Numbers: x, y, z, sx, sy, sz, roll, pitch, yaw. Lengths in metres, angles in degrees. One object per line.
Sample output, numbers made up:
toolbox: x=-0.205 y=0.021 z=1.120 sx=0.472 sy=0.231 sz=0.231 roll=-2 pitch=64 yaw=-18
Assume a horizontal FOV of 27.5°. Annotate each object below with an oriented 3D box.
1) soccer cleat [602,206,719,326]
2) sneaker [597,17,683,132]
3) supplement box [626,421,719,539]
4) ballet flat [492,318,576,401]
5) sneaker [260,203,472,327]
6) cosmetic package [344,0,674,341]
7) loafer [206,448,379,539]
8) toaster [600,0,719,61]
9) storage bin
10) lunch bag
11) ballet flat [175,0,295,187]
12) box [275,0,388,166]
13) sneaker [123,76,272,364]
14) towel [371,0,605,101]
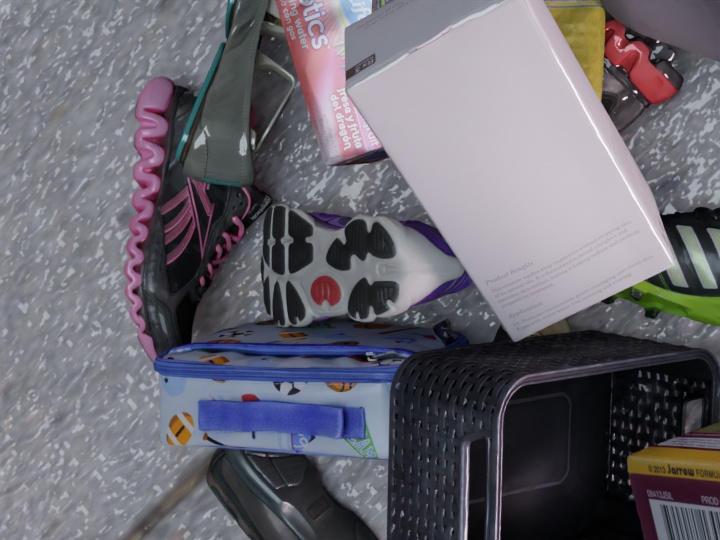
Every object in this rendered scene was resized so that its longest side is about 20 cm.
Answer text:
soccer cleat: x=0.207 y=-0.009 z=0.928 sx=0.198 sy=0.068 sz=0.082 roll=19 pitch=77 yaw=19
sneaker: x=0.105 y=-0.157 z=0.933 sx=0.200 sy=0.071 sz=0.098 roll=44 pitch=103 yaw=7
supplement box: x=0.273 y=0.127 z=0.833 sx=0.198 sy=0.131 sz=0.104 roll=-16 pitch=91 yaw=-22
ballet flat: x=0.104 y=0.116 z=0.969 sx=0.066 sy=0.057 sz=0.203 roll=12 pitch=99 yaw=14
sneaker: x=0.000 y=0.000 z=0.953 sx=0.199 sy=0.083 sz=0.082 roll=9 pitch=99 yaw=55
cosmetic package: x=0.085 y=-0.071 z=0.836 sx=0.112 sy=0.081 sz=0.201 roll=-25 pitch=119 yaw=16
loafer: x=-0.034 y=0.196 z=1.023 sx=0.201 sy=0.072 sz=0.063 roll=53 pitch=127 yaw=13
toaster: x=0.234 y=-0.214 z=0.805 sx=0.199 sy=0.119 sz=0.182 roll=27 pitch=81 yaw=38
storage bin: x=0.118 y=0.115 z=0.882 sx=0.093 sy=0.198 sz=0.137 roll=8 pitch=99 yaw=49
lunch bag: x=-0.026 y=0.075 z=0.948 sx=0.198 sy=0.160 sz=0.077 roll=-1 pitch=95 yaw=21
ballet flat: x=-0.069 y=-0.149 z=0.979 sx=0.063 sy=0.067 sz=0.202 roll=15 pitch=76 yaw=-4
box: x=0.004 y=-0.176 z=0.947 sx=0.094 sy=0.103 sz=0.202 roll=-17 pitch=90 yaw=18
sneaker: x=-0.109 y=-0.032 z=1.006 sx=0.094 sy=0.079 sz=0.203 roll=3 pitch=85 yaw=1
towel: x=0.079 y=-0.186 z=0.878 sx=0.142 sy=0.023 sz=0.203 roll=4 pitch=90 yaw=0
